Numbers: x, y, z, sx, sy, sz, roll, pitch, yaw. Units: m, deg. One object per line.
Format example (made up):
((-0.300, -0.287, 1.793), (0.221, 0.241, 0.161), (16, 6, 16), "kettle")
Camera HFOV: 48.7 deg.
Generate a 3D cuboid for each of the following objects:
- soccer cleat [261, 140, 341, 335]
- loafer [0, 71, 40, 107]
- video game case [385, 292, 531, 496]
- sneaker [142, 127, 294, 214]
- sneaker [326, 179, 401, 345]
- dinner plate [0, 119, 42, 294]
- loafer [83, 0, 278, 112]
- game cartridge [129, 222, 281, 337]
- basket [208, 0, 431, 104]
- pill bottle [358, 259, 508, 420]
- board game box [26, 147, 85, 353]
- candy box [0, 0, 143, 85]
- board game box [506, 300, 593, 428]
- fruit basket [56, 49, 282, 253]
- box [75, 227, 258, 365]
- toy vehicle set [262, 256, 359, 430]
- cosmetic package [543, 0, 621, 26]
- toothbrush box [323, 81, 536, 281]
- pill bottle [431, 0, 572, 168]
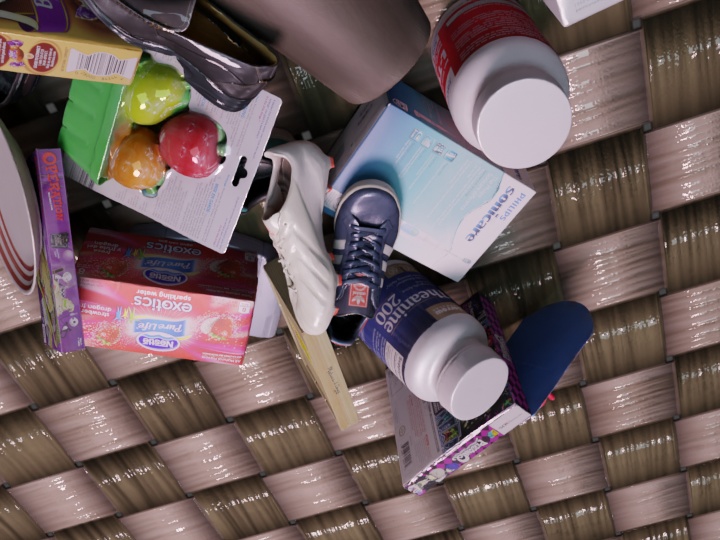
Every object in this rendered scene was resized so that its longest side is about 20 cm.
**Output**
((-0.067, -0.032, 0.821), (0.077, 0.069, 0.203), (-8, 99, -40), "soccer cleat")
((-0.329, -0.249, 0.761), (0.071, 0.063, 0.202), (14, 123, -12), "loafer")
((0.112, 0.150, 0.997), (0.036, 0.201, 0.181), (35, 116, -27), "video game case")
((-0.163, -0.096, 0.871), (0.198, 0.080, 0.072), (-18, 127, 8), "sneaker")
((0.000, 0.000, 0.855), (0.074, 0.085, 0.202), (7, 131, -6), "sneaker")
((-0.362, -0.075, 0.822), (0.024, 0.200, 0.202), (-16, 132, -33), "dinner plate")
((-0.156, -0.222, 0.681), (0.199, 0.074, 0.072), (32, 146, -30), "loafer")
((-0.187, 0.010, 0.975), (0.197, 0.041, 0.135), (10, 120, -12), "game cartridge")
((-0.036, -0.264, 0.737), (0.180, 0.137, 0.200), (-42, 123, 14), "basket")
((0.078, 0.080, 0.931), (0.110, 0.200, 0.112), (-19, 129, -26), "pill bottle")
((-0.323, -0.019, 0.834), (0.032, 0.120, 0.203), (-7, 94, -25), "board game box")
((-0.295, -0.232, 0.682), (0.198, 0.118, 0.056), (-1, 156, -28), "candy box")
((0.219, 0.127, 0.984), (0.039, 0.158, 0.201), (42, 78, -16), "board game box")
((-0.196, -0.138, 0.809), (0.198, 0.094, 0.187), (23, 117, -4), "fruit basket")
((-0.221, 0.031, 0.907), (0.197, 0.096, 0.101), (9, 125, -11), "box")
((-0.058, 0.092, 0.965), (0.026, 0.125, 0.201), (-27, 137, -10), "toy vehicle set")
((0.170, -0.346, 0.651), (0.122, 0.200, 0.201), (-23, 125, 12), "cosmetic package")
((0.069, -0.099, 0.886), (0.198, 0.086, 0.147), (26, 121, -20), "toothbrush box")
((0.134, -0.183, 0.763), (0.111, 0.201, 0.113), (-2, 125, -3), "pill bottle")
